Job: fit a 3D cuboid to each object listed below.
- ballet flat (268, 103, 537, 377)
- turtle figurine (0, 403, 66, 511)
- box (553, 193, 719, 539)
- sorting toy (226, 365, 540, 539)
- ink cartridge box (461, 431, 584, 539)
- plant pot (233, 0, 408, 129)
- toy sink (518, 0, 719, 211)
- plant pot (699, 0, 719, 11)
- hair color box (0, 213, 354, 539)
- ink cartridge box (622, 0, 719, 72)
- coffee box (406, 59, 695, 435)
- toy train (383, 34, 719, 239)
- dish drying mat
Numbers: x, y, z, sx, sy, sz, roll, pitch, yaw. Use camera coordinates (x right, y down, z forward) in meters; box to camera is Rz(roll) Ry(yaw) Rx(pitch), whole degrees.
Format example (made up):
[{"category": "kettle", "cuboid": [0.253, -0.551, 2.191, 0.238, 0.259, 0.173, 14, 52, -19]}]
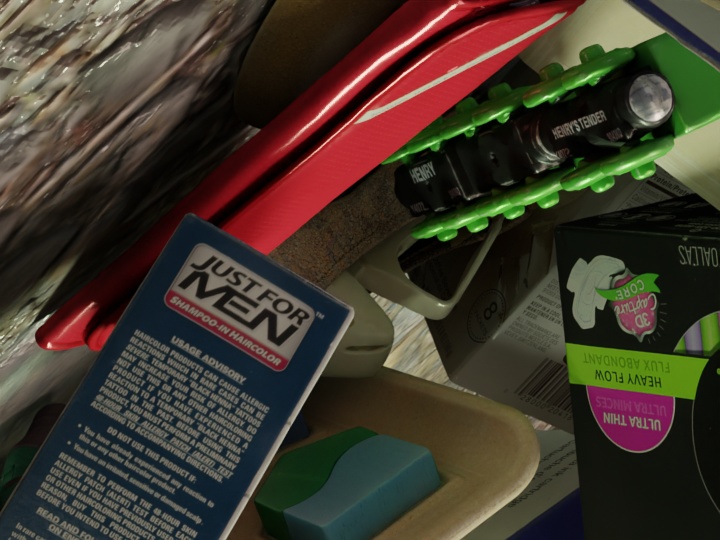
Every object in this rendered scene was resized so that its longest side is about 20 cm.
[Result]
[{"category": "ballet flat", "cuboid": [0.000, 0.000, 1.037, 0.200, 0.067, 0.068, -38, 168, -35]}, {"category": "turtle figurine", "cuboid": [-0.124, 0.114, 0.886, 0.150, 0.101, 0.200, -10, -147, 42]}, {"category": "box", "cuboid": [0.170, 0.074, 0.995, 0.124, 0.200, 0.148, -14, -168, -36]}, {"category": "sorting toy", "cuboid": [-0.059, 0.094, 0.998, 0.200, 0.037, 0.185, -39, -149, -25]}, {"category": "ink cartridge box", "cuboid": [0.039, 0.122, 1.122, 0.200, 0.043, 0.196, -7, -162, 48]}, {"category": "plant pot", "cuboid": [0.041, -0.110, 0.863, 0.200, 0.027, 0.200, -44, 171, -9]}, {"category": "toy sink", "cuboid": [0.163, -0.129, 0.907, 0.130, 0.112, 0.200, -56, -175, -36]}, {"category": "plant pot", "cuboid": [0.141, -0.172, 0.605, 0.174, 0.200, 0.200, -57, 178, -31]}, {"category": "hair color box", "cuboid": [-0.082, 0.091, 0.789, 0.200, 0.060, 0.100, -59, -179, -25]}, {"category": "ink cartridge box", "cuboid": [0.141, -0.131, 0.710, 0.200, 0.196, 0.043, -45, 142, -2]}, {"category": "coffee box", "cuboid": [0.111, -0.046, 1.123, 0.080, 0.114, 0.200, 24, 118, -34]}, {"category": "toy train", "cuboid": [0.063, -0.046, 0.889, 0.056, 0.042, 0.200, -26, -177, -20]}, {"category": "dish drying mat", "cuboid": [-0.017, -0.031, 0.847, 0.200, 0.018, 0.077, -39, 166, 34]}]
